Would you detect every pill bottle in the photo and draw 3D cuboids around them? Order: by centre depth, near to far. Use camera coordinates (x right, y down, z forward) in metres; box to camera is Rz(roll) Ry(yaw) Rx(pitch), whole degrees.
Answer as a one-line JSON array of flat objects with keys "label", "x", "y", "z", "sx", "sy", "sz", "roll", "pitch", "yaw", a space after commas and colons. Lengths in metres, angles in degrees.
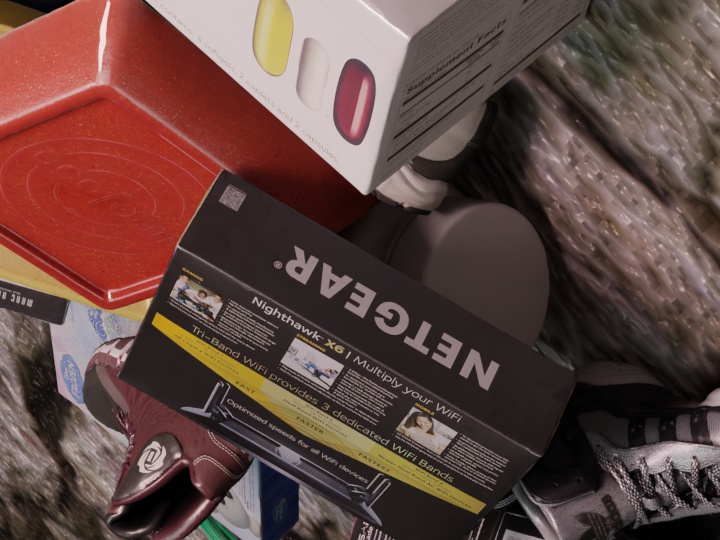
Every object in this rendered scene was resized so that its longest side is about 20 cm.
[{"label": "pill bottle", "x": 0.000, "y": 0.000, "z": 1.129, "sx": 0.199, "sy": 0.114, "sz": 0.115, "roll": 10, "pitch": 132, "yaw": 49}]

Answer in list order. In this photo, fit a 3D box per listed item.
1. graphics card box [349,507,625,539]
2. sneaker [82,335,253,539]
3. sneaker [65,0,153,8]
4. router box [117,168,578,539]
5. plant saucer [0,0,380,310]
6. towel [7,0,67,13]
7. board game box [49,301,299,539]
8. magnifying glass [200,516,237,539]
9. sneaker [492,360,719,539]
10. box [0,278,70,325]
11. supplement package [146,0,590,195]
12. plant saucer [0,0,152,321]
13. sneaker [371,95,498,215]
[{"label": "graphics card box", "x": 0.102, "y": 0.171, "z": 1.194, "sx": 0.125, "sy": 0.051, "sz": 0.199, "roll": 29, "pitch": 165, "yaw": -38}, {"label": "sneaker", "x": -0.129, "y": 0.104, "z": 1.224, "sx": 0.076, "sy": 0.116, "sz": 0.199, "roll": 44, "pitch": 153, "yaw": -24}, {"label": "sneaker", "x": -0.164, "y": -0.181, "z": 1.187, "sx": 0.199, "sy": 0.086, "sz": 0.077, "roll": -19, "pitch": 136, "yaw": 36}, {"label": "router box", "x": -0.012, "y": 0.053, "z": 1.033, "sx": 0.199, "sy": 0.052, "sz": 0.157, "roll": 30, "pitch": 149, "yaw": -2}, {"label": "plant saucer", "x": -0.124, "y": -0.045, "z": 1.037, "sx": 0.199, "sy": 0.037, "sz": 0.199, "roll": -17, "pitch": 142, "yaw": 36}, {"label": "towel", "x": -0.156, "y": -0.217, "z": 1.079, "sx": 0.112, "sy": 0.048, "sz": 0.200, "roll": 49, "pitch": 118, "yaw": 7}, {"label": "board game box", "x": -0.122, "y": 0.059, "z": 1.335, "sx": 0.198, "sy": 0.043, "sz": 0.201, "roll": 35, "pitch": 146, "yaw": 25}, {"label": "magnifying glass", "x": -0.126, "y": 0.144, "z": 1.563, "sx": 0.201, "sy": 0.022, "sz": 0.079, "roll": 56, "pitch": 151, "yaw": -14}, {"label": "sneaker", "x": 0.151, "y": 0.109, "z": 1.044, "sx": 0.199, "sy": 0.114, "sz": 0.076, "roll": 8, "pitch": 131, "yaw": 50}, {"label": "box", "x": -0.190, "y": -0.062, "z": 1.207, "sx": 0.082, "sy": 0.049, "sz": 0.201, "roll": 16, "pitch": 132, "yaw": -6}, {"label": "supplement package", "x": -0.010, "y": -0.166, "z": 0.910, "sx": 0.200, "sy": 0.156, "sz": 0.111, "roll": 41, "pitch": 149, "yaw": 16}, {"label": "plant saucer", "x": -0.175, "y": -0.072, "z": 1.117, "sx": 0.198, "sy": 0.049, "sz": 0.200, "roll": 18, "pitch": 141, "yaw": -8}, {"label": "sneaker", "x": -0.003, "y": -0.123, "z": 1.052, "sx": 0.079, "sy": 0.074, "sz": 0.201, "roll": -44, "pitch": 71, "yaw": 19}]
